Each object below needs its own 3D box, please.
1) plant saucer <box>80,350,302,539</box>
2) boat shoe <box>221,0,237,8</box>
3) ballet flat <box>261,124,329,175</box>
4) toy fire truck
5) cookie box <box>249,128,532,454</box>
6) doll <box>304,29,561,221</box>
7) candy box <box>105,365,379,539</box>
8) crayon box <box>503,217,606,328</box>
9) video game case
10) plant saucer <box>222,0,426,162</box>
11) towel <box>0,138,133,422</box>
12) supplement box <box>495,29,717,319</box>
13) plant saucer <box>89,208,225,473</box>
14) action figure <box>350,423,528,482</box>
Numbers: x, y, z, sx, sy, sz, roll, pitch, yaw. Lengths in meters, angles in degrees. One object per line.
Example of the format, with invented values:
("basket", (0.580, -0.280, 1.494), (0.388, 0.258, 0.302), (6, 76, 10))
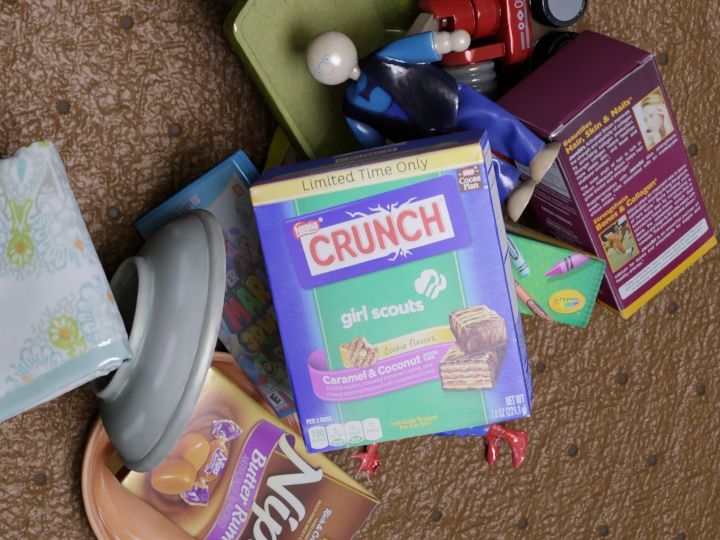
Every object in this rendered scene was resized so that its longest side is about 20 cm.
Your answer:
("plant saucer", (-0.138, 0.162, 1.271), (0.199, 0.037, 0.202), (-5, 104, -23))
("boat shoe", (-0.112, -0.265, 1.175), (0.201, 0.070, 0.072), (41, 84, -24))
("ballet flat", (-0.055, -0.054, 1.245), (0.067, 0.067, 0.201), (25, 90, -30))
("toy fire truck", (0.093, -0.154, 1.247), (0.199, 0.128, 0.178), (-14, 107, -24))
("cookie box", (0.025, 0.014, 1.097), (0.170, 0.075, 0.202), (-10, 101, 8))
("doll", (0.050, -0.121, 1.130), (0.199, 0.049, 0.137), (30, 130, 0))
("candy box", (-0.094, 0.174, 1.243), (0.200, 0.056, 0.117), (41, 83, -26))
("crayon box", (0.096, -0.015, 1.246), (0.118, 0.200, 0.059), (14, 97, -25))
("video game case", (-0.078, 0.016, 1.192), (0.201, 0.143, 0.018), (54, 47, -8))
("plant saucer", (-0.028, -0.187, 1.189), (0.201, 0.048, 0.200), (-61, 140, -28))
("towel", (-0.276, 0.025, 1.083), (0.199, 0.048, 0.172), (-24, 84, 10))
("supplement box", (0.199, -0.077, 1.233), (0.110, 0.086, 0.201), (-38, 126, -13))
("plant saucer", (-0.161, 0.047, 1.130), (0.050, 0.200, 0.202), (16, 94, -23))
("action figure", (0.045, 0.153, 1.328), (0.199, 0.065, 0.100), (25, 73, -25))
